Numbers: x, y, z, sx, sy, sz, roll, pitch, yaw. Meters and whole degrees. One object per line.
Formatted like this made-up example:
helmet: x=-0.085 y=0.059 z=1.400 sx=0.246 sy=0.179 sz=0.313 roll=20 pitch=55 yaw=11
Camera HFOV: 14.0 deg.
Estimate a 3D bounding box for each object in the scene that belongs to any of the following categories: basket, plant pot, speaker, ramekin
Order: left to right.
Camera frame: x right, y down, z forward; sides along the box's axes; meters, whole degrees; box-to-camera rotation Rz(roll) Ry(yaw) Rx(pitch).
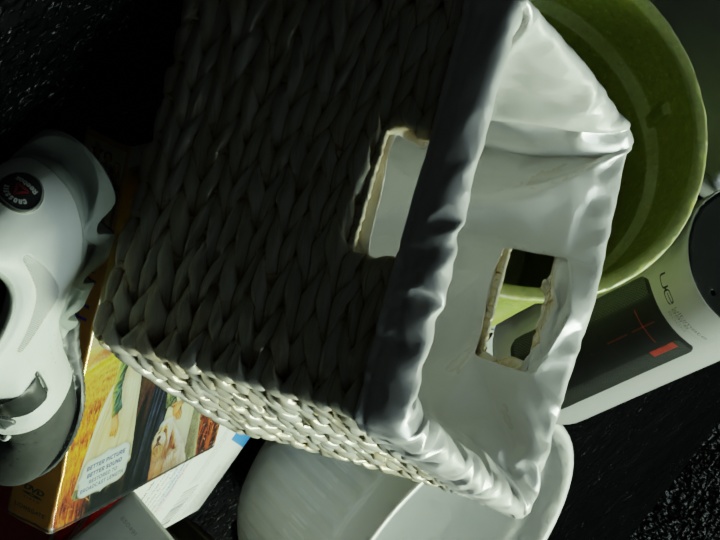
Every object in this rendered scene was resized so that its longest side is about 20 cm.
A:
basket: x=0.005 y=-0.015 z=1.295 sx=0.200 sy=0.160 sz=0.199 roll=40 pitch=64 yaw=-66
ramekin: x=0.019 y=0.137 z=1.720 sx=0.200 sy=0.105 sz=0.201 roll=-33 pitch=146 yaw=-26
plant pot: x=0.055 y=-0.050 z=1.538 sx=0.200 sy=0.200 sz=0.184 roll=-42 pitch=177 yaw=-25
speaker: x=0.153 y=0.021 z=1.556 sx=0.081 sy=0.081 sz=0.200 roll=-40 pitch=-174 yaw=-32

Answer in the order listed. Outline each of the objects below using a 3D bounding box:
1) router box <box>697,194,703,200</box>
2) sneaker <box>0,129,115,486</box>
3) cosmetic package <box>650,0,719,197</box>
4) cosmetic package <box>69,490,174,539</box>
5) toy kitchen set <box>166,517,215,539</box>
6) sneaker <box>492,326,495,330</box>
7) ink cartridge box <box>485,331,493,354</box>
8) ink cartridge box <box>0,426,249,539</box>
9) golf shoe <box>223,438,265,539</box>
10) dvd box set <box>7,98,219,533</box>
router box: x=0.186 y=-0.067 z=1.651 sx=0.150 sy=0.200 sz=0.062 roll=-57 pitch=147 yaw=-5
sneaker: x=-0.166 y=0.031 z=1.275 sx=0.088 sy=0.074 sz=0.200 roll=-38 pitch=153 yaw=-39
cosmetic package: x=0.172 y=-0.124 z=1.598 sx=0.113 sy=0.200 sz=0.081 roll=-47 pitch=148 yaw=-1
cosmetic package: x=-0.127 y=0.182 z=1.502 sx=0.101 sy=0.071 sz=0.200 roll=-39 pitch=172 yaw=-7
toy kitchen set: x=-0.167 y=0.212 z=1.758 sx=0.163 sy=0.180 sz=0.200 roll=-51 pitch=127 yaw=-2
sneaker: x=0.123 y=-0.015 z=1.806 sx=0.200 sy=0.071 sz=0.098 roll=-10 pitch=130 yaw=-54
ink cartridge box: x=0.003 y=0.085 z=1.937 sx=0.200 sy=0.057 sz=0.163 roll=-43 pitch=165 yaw=-5
ink cartridge box: x=-0.131 y=0.096 z=1.555 sx=0.116 sy=0.067 sz=0.200 roll=-54 pitch=166 yaw=27
golf shoe: x=-0.037 y=0.117 z=1.808 sx=0.094 sy=0.078 sz=0.200 roll=-35 pitch=143 yaw=-23
dvd box set: x=-0.097 y=0.012 z=1.385 sx=0.146 sy=0.029 sz=0.201 roll=-25 pitch=134 yaw=-57
